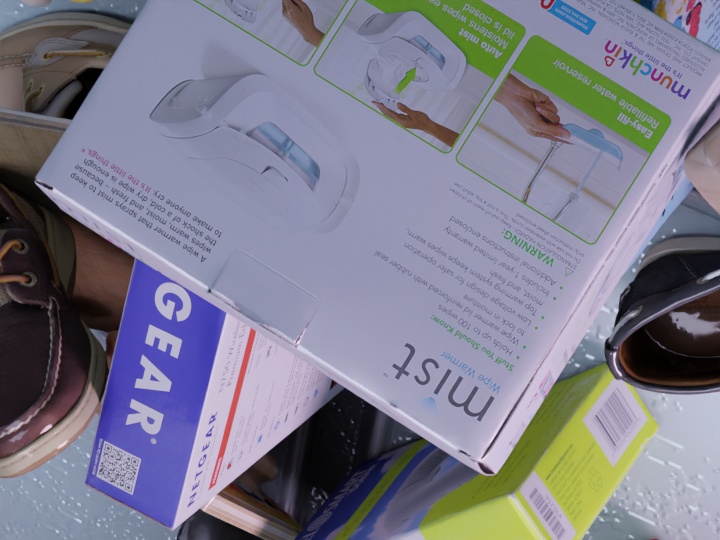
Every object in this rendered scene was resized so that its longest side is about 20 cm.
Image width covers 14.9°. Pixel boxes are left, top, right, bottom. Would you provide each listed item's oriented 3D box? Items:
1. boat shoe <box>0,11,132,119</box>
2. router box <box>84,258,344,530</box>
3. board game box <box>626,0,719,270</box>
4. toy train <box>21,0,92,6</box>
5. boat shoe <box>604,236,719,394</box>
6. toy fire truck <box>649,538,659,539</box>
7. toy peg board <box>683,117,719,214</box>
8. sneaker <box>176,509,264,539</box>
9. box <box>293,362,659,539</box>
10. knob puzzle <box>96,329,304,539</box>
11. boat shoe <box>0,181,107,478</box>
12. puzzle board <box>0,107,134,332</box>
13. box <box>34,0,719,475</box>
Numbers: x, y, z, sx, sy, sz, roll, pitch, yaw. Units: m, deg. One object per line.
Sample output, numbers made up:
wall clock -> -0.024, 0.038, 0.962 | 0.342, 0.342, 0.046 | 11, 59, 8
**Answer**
boat shoe -> -0.129, -0.080, 1.322 | 0.199, 0.069, 0.074 | -3, 118, 34
router box -> -0.038, -0.011, 1.217 | 0.049, 0.179, 0.201 | 25, 119, 18
board game box -> 0.091, -0.117, 1.137 | 0.103, 0.105, 0.201 | 18, 126, 21
toy train -> -0.149, -0.180, 1.247 | 0.199, 0.056, 0.151 | 2, 130, 37
boat shoe -> 0.200, 0.020, 1.185 | 0.199, 0.068, 0.072 | -6, 114, 33
toy fire truck -> 0.099, 0.195, 1.309 | 0.200, 0.141, 0.049 | -31, 100, 41
toy peg board -> 0.261, -0.040, 1.005 | 0.199, 0.200, 0.098 | 47, 149, -3
sneaker -> -0.033, 0.193, 1.448 | 0.090, 0.076, 0.201 | -10, 121, 26
box -> 0.036, 0.119, 1.311 | 0.200, 0.122, 0.048 | -26, 104, 40
knob puzzle -> -0.109, 0.058, 1.354 | 0.219, 0.220, 0.030 | 40, 90, 4
boat shoe -> -0.164, 0.015, 1.230 | 0.072, 0.200, 0.072 | -31, 122, 12
puzzle board -> -0.116, -0.019, 1.330 | 0.150, 0.017, 0.200 | 10, 153, 20
box -> 0.011, -0.048, 1.036 | 0.200, 0.097, 0.177 | 31, 88, 9
